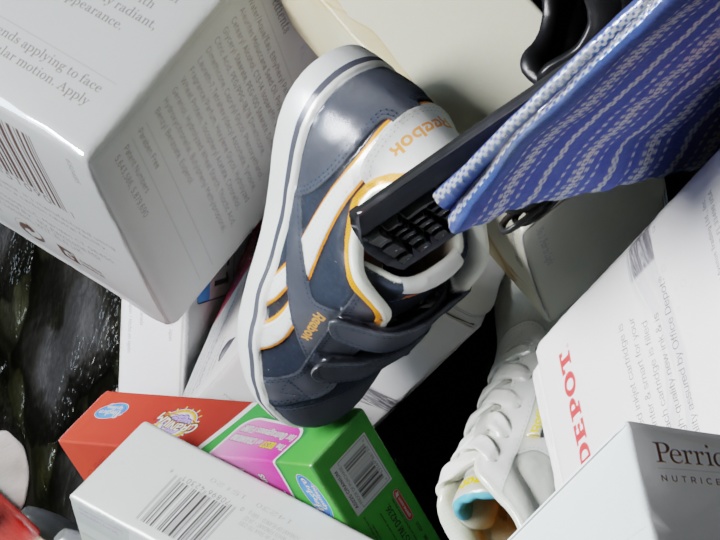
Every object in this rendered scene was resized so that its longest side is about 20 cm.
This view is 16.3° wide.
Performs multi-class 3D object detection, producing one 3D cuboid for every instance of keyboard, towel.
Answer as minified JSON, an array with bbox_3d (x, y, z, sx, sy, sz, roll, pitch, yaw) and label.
[{"bbox_3d":[0.091,-0.059,0.936,0.200,0.127,0.021,-33,76,11],"label":"keyboard"},{"bbox_3d":[0.131,-0.071,0.898,0.145,0.200,0.024,-45,70,39],"label":"towel"}]

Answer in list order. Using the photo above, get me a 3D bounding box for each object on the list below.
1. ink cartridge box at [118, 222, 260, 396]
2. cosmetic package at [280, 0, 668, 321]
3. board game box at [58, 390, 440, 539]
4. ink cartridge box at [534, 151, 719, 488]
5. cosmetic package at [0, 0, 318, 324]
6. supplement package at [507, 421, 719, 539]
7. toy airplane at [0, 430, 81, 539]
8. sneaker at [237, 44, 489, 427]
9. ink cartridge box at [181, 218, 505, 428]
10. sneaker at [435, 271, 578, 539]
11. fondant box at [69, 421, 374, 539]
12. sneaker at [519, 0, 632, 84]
[{"bbox_3d":[-0.074,0.041,1.374,0.045,0.176,0.200,8,102,23],"label":"ink cartridge box"},{"bbox_3d":[0.044,-0.085,1.094,0.200,0.073,0.104,51,174,26],"label":"cosmetic package"},{"bbox_3d":[-0.040,0.132,1.215,0.200,0.040,0.153,0,127,49],"label":"board game box"},{"bbox_3d":[0.156,0.041,0.924,0.200,0.083,0.147,-52,38,46],"label":"ink cartridge box"},{"bbox_3d":[-0.110,-0.119,1.223,0.165,0.200,0.165,31,161,25],"label":"cosmetic package"},{"bbox_3d":[0.147,0.177,0.795,0.147,0.191,0.200,-53,39,45],"label":"supplement package"},{"bbox_3d":[-0.175,0.184,1.534,0.200,0.141,0.199,53,164,39],"label":"toy airplane"},{"bbox_3d":[0.001,0.007,1.045,0.079,0.078,0.200,39,143,29],"label":"sneaker"},{"bbox_3d":[0.000,0.000,1.230,0.200,0.083,0.147,-48,16,51],"label":"ink cartridge box"},{"bbox_3d":[0.078,0.077,1.100,0.077,0.081,0.200,132,140,-52],"label":"sneaker"},{"bbox_3d":[-0.050,0.180,1.187,0.144,0.058,0.200,24,144,29],"label":"fondant box"},{"bbox_3d":[0.094,-0.153,0.971,0.072,0.083,0.200,-147,53,-67],"label":"sneaker"}]
